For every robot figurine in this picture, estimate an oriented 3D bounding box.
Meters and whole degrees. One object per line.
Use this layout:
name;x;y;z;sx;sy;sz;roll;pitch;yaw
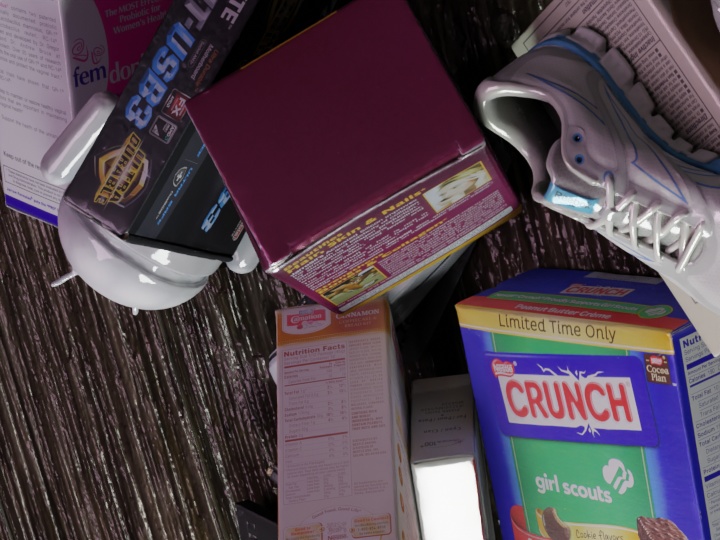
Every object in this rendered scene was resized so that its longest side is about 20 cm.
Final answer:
robot figurine;-0.124;-0.057;1.332;0.201;0.169;0.113;-54;28;18

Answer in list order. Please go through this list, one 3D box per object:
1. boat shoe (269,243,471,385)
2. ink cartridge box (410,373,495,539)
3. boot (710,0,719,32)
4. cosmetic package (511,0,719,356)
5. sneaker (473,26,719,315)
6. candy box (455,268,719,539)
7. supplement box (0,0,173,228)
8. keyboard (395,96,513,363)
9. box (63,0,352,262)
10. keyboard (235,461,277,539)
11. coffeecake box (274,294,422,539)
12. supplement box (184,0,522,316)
boat shoe;0.000;0.000;1.272;0.200;0.072;0.071;-44;73;37
ink cartridge box;0.064;0.193;1.230;0.044;0.177;0.201;-7;119;4
boot;0.222;-0.100;0.977;0.095;0.073;0.202;3;102;40
cosmetic package;0.177;-0.070;1.046;0.201;0.071;0.105;59;140;9
sneaker;0.131;-0.035;0.992;0.200;0.086;0.075;43;134;24
candy box;0.152;0.107;1.160;0.168;0.077;0.202;6;112;50
supplement box;-0.191;-0.140;1.411;0.103;0.101;0.202;20;123;43
keyboard;0.021;-0.043;1.281;0.127;0.021;0.201;46;136;24
box;-0.071;-0.106;1.153;0.049;0.198;0.201;30;93;13
keyboard;-0.017;0.205;1.440;0.199;0.021;0.128;20;127;41
coffeecake box;-0.003;0.142;1.210;0.154;0.072;0.201;76;-171;-48
supplement box;0.002;-0.059;1.102;0.104;0.130;0.200;62;-176;12
